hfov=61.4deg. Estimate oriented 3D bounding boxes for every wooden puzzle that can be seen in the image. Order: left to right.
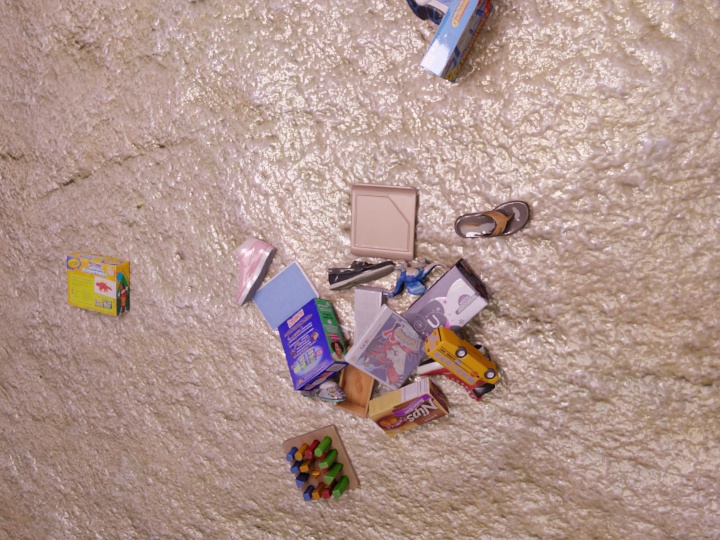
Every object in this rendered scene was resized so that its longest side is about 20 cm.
[{"bbox_3d":[0.061,-0.132,1.636,0.180,0.037,0.206,6,108,18],"label":"wooden puzzle"}]

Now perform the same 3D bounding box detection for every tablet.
[{"bbox_3d":[-0.223,0.076,1.791,0.198,0.014,0.132,-36,89,23],"label":"tablet"}]

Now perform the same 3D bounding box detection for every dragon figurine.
[{"bbox_3d":[0.148,0.024,1.615,0.195,0.059,0.102,-8,117,22],"label":"dragon figurine"}]

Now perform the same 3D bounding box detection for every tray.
[{"bbox_3d":[-0.010,0.319,1.725,0.096,0.037,0.204,18,124,11],"label":"tray"}]

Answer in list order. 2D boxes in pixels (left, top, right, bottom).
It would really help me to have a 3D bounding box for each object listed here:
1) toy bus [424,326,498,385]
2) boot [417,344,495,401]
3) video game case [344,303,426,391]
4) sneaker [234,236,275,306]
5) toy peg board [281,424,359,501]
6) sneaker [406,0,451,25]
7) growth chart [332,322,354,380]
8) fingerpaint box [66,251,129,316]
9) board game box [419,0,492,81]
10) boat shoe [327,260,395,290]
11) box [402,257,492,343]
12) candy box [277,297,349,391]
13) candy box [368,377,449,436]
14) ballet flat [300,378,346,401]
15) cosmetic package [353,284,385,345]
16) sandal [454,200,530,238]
[{"bbox_3d":[0.259,0.224,1.533,0.198,0.066,0.078,36,113,-21],"label":"toy bus"},{"bbox_3d":[0.257,0.295,1.638,0.195,0.072,0.148,-15,98,18],"label":"boot"},{"bbox_3d":[0.082,0.211,1.628,0.198,0.023,0.184,34,98,-29],"label":"video game case"},{"bbox_3d":[-0.334,-0.004,1.777,0.103,0.075,0.204,30,100,8],"label":"sneaker"},{"bbox_3d":[-0.135,0.601,1.827,0.195,0.098,0.204,-23,93,22],"label":"toy peg board"},{"bbox_3d":[0.167,-0.643,1.439,0.077,0.076,0.200,-46,50,4],"label":"sneaker"},{"bbox_3d":[-0.109,0.229,1.781,0.142,0.018,0.204,26,109,13],"label":"growth chart"},{"bbox_3d":[-0.852,0.040,1.975,0.195,0.073,0.172,10,105,17],"label":"fingerpaint box"},{"bbox_3d":[0.225,-0.545,1.399,0.055,0.196,0.203,31,110,9],"label":"board game box"},{"bbox_3d":[0.000,0.000,1.667,0.195,0.072,0.069,-15,71,16],"label":"boat shoe"},{"bbox_3d":[0.227,0.090,1.579,0.133,0.115,0.200,48,112,4],"label":"box"},{"bbox_3d":[-0.135,0.208,1.704,0.168,0.076,0.204,-37,59,29],"label":"candy box"},{"bbox_3d":[0.133,0.380,1.680,0.197,0.057,0.117,-25,126,23],"label":"candy box"},{"bbox_3d":[-0.113,0.335,1.746,0.198,0.071,0.074,-8,100,52],"label":"ballet flat"},{"bbox_3d":[0.026,0.149,1.697,0.080,0.051,0.206,7,105,20],"label":"cosmetic package"},{"bbox_3d":[0.328,-0.123,1.529,0.195,0.054,0.084,-6,100,21],"label":"sandal"}]
